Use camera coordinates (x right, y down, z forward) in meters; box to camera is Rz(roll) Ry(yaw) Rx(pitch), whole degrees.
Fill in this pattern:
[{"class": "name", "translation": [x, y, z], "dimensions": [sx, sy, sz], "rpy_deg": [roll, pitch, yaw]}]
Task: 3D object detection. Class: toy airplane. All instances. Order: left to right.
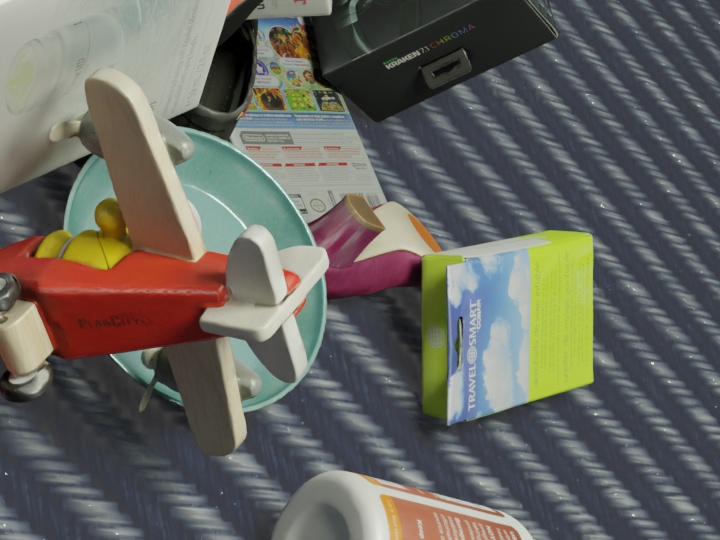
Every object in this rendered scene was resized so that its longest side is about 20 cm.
[{"class": "toy airplane", "translation": [-0.112, -0.001, 0.995], "dimensions": [0.198, 0.200, 0.142], "rpy_deg": [32, 33, -12]}]

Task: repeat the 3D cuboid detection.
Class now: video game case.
[{"class": "video game case", "translation": [-0.060, -0.119, 1.326], "dimensions": [0.142, 0.018, 0.202], "rpy_deg": [-4, 66, -48]}]

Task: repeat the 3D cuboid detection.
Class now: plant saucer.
[{"class": "plant saucer", "translation": [-0.113, 0.003, 1.145], "dimensions": [0.199, 0.036, 0.202], "rpy_deg": [17, 59, -30]}]

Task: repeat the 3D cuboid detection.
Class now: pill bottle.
[{"class": "pill bottle", "translation": [0.046, 0.202, 1.122], "dimensions": [0.199, 0.112, 0.113], "rpy_deg": [19, 49, -37]}]

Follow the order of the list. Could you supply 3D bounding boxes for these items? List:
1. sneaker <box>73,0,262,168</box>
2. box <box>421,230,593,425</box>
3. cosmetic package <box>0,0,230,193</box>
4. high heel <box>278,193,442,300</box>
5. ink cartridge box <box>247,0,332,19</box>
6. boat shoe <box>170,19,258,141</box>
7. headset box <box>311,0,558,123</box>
[{"class": "sneaker", "translation": [-0.148, -0.172, 1.139], "dimensions": [0.108, 0.201, 0.067], "rpy_deg": [47, 8, 0]}, {"class": "box", "translation": [0.108, 0.041, 1.322], "dimensions": [0.199, 0.047, 0.123], "rpy_deg": [-10, 102, -50]}, {"class": "cosmetic package", "translation": [-0.184, -0.152, 0.973], "dimensions": [0.199, 0.200, 0.123], "rpy_deg": [-26, 72, -27]}, {"class": "high heel", "translation": [0.000, 0.000, 1.293], "dimensions": [0.068, 0.096, 0.200], "rpy_deg": [54, 15, 16]}, {"class": "ink cartridge box", "translation": [-0.121, -0.245, 1.175], "dimensions": [0.198, 0.148, 0.086], "rpy_deg": [-2, 52, 4]}, {"class": "boat shoe", "translation": [-0.104, -0.172, 1.259], "dimensions": [0.073, 0.063, 0.203], "rpy_deg": [20, 52, -20]}, {"class": "headset box", "translation": [0.049, -0.240, 1.392], "dimensions": [0.093, 0.173, 0.202], "rpy_deg": [35, 37, -53]}]
